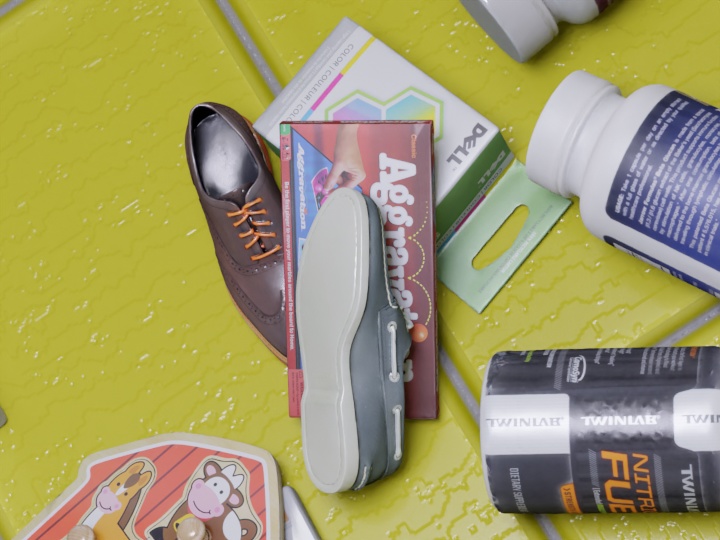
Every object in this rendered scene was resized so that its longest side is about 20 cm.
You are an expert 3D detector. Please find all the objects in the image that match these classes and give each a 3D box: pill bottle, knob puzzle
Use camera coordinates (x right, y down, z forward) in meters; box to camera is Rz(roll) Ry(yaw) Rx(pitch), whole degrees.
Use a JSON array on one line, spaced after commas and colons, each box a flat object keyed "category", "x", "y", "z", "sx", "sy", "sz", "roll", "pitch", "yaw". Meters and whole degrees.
[{"category": "pill bottle", "x": 0.213, "y": -0.054, "z": 1.538, "sx": 0.199, "sy": 0.111, "sz": 0.111, "roll": 27, "pitch": 81, "yaw": 20}, {"category": "pill bottle", "x": 0.182, "y": 0.101, "z": 1.500, "sx": 0.199, "sy": 0.106, "sz": 0.107, "roll": -2, "pitch": 72, "yaw": 14}, {"category": "knob puzzle", "x": -0.137, "y": 0.187, "z": 1.576, "sx": 0.218, "sy": 0.030, "sz": 0.221, "roll": -10, "pitch": 59, "yaw": 17}, {"category": "pill bottle", "x": 0.155, "y": -0.243, "z": 1.610, "sx": 0.200, "sy": 0.114, "sz": 0.114, "roll": -41, "pitch": 68, "yaw": -1}]

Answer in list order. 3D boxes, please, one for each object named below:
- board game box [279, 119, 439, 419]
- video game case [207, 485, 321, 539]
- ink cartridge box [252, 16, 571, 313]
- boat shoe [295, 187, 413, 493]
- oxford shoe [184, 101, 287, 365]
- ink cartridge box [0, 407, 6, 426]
[{"category": "board game box", "x": 0.000, "y": 0.000, "z": 1.571, "sx": 0.102, "sy": 0.019, "sz": 0.201, "roll": 0, "pitch": 102, "yaw": 8}, {"category": "video game case", "x": -0.090, "y": 0.270, "z": 1.563, "sx": 0.199, "sy": 0.023, "sz": 0.183, "roll": -32, "pitch": 68, "yaw": 4}, {"category": "ink cartridge box", "x": 0.035, "y": -0.074, "z": 1.619, "sx": 0.200, "sy": 0.059, "sz": 0.104, "roll": 39, "pitch": 86, "yaw": 22}, {"category": "boat shoe", "x": 0.001, "y": 0.045, "z": 1.551, "sx": 0.073, "sy": 0.061, "sz": 0.201, "roll": 10, "pitch": 100, "yaw": 55}, {"category": "oxford shoe", "x": -0.075, "y": -0.024, "z": 1.621, "sx": 0.071, "sy": 0.073, "sz": 0.201, "roll": -28, "pitch": 75, "yaw": 4}, {"category": "ink cartridge box", "x": -0.355, "y": 0.056, "z": 1.676, "sx": 0.116, "sy": 0.068, "sz": 0.200, "roll": -37, "pitch": 67, "yaw": 1}]
